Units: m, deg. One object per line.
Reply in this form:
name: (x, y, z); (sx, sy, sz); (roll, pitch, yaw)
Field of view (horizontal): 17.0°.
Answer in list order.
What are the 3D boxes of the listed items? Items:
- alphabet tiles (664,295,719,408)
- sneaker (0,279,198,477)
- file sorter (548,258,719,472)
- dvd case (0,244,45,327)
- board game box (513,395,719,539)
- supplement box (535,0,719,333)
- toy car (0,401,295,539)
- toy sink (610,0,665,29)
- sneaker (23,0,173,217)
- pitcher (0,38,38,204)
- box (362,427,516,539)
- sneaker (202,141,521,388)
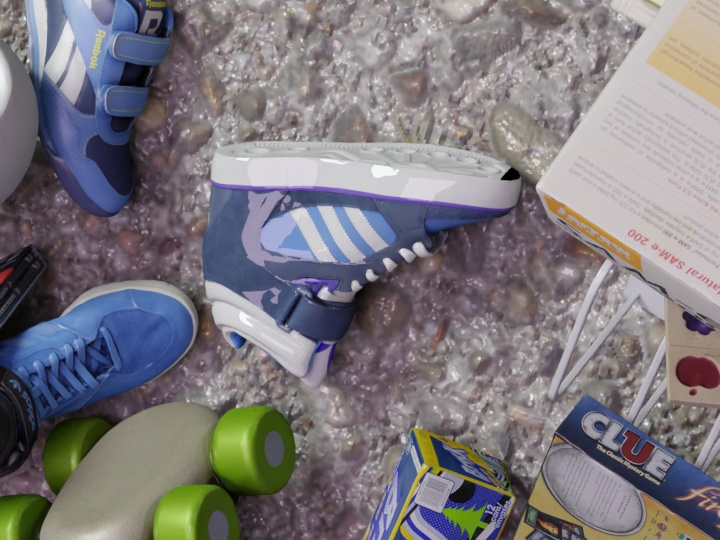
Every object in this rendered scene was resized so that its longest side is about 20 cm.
alphabet tiles: (0.260, 0.009, 1.286); (0.199, 0.008, 0.168); (6, 56, -4)
sneaker: (-0.196, 0.073, 1.498); (0.199, 0.111, 0.077); (-15, 113, 4)
file sorter: (0.225, 0.053, 1.338); (0.200, 0.125, 0.139); (32, 143, 13)
dvd case: (-0.286, 0.059, 1.494); (0.146, 0.200, 0.022); (-26, 105, 21)
board game box: (0.154, 0.172, 1.380); (0.135, 0.035, 0.200); (34, 146, 13)
supplement box: (0.200, -0.081, 1.243); (0.126, 0.074, 0.200); (35, 86, 17)
toy car: (-0.113, 0.200, 1.510); (0.164, 0.158, 0.201); (-6, 119, 31)
toy sink: (0.263, -0.154, 1.341); (0.200, 0.112, 0.131); (33, 105, 13)
sneaker: (-0.160, -0.134, 1.507); (0.082, 0.074, 0.201); (-6, 94, 17)
pitcher: (-0.275, -0.099, 1.494); (0.121, 0.200, 0.172); (-22, 77, -20)
box: (0.024, 0.203, 1.469); (0.064, 0.070, 0.201); (21, 103, -11)
sneaker: (0.000, 0.000, 1.468); (0.199, 0.081, 0.147); (4, 105, 15)
